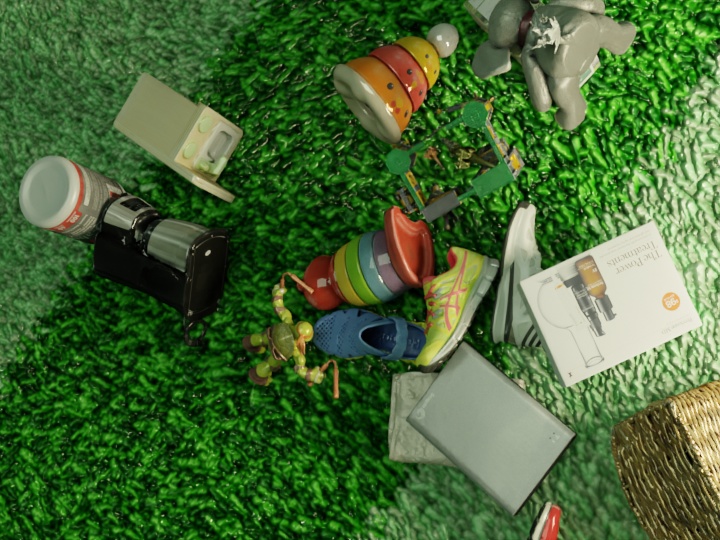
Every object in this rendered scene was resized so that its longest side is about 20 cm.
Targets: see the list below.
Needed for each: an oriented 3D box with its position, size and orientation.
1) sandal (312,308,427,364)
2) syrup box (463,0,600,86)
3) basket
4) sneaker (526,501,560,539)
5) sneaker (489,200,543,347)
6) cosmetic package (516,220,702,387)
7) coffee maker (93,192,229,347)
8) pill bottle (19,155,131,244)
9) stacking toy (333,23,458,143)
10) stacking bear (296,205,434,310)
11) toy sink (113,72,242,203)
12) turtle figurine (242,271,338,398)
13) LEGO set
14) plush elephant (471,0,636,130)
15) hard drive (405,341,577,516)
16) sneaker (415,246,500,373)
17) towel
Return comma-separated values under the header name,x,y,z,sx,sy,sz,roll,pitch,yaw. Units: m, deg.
name,x,y,z,sx,sy,sz,roll,pitch,yaw
sandal,0.014,0.094,1.455,0.197,0.087,0.081,0,82,25
syrup box,0.248,-0.342,1.434,0.079,0.081,0.200,-45,70,11
basket,0.430,0.262,1.261,0.143,0.147,0.203,-44,63,46
sneaker,0.256,0.410,1.312,0.083,0.077,0.204,6,90,12
sneaker,0.252,0.009,1.385,0.113,0.076,0.205,9,92,15
cosmetic package,0.327,0.046,1.312,0.197,0.052,0.153,-25,83,1
coffee maker,-0.328,-0.004,1.591,0.197,0.134,0.195,20,89,25
pill bottle,-0.453,-0.107,1.625,0.114,0.200,0.118,-4,78,22
stacking toy,0.069,-0.306,1.494,0.200,0.146,0.146,-43,67,-6
stacking bear,0.000,0.000,1.470,0.198,0.121,0.116,-20,66,28
toy sink,-0.277,-0.218,1.610,0.199,0.130,0.113,35,94,25
turtle figurine,-0.114,0.119,1.486,0.161,0.064,0.203,-33,79,44
LEGO set,0.142,-0.162,1.422,0.199,0.116,0.155,-37,94,25
plush elephant,0.235,-0.307,1.311,0.154,0.199,0.166,37,101,40
hard drive,0.177,0.215,1.358,0.199,0.033,0.140,39,96,23
sneaker,0.117,0.052,1.393,0.089,0.078,0.202,30,65,3
towel,0.134,0.214,1.411,0.196,0.034,0.135,2,82,22
